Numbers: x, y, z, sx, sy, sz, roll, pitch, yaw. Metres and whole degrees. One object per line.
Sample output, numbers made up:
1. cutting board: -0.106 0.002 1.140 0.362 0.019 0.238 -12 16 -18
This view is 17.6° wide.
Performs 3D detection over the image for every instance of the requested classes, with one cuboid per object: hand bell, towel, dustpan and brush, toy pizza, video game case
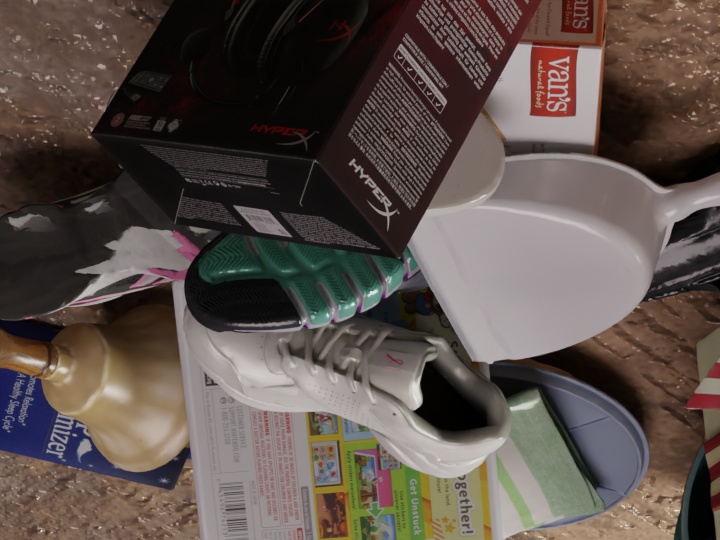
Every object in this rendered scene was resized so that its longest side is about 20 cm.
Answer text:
1. hand bell: -0.191 0.052 1.352 0.104 0.105 0.199 -21 156 34
2. towel: 0.042 0.148 1.457 0.199 0.024 0.153 -21 143 10
3. dustpan and brush: 0.134 -0.022 1.208 0.198 0.058 0.140 -7 139 22
4. toy pizza: 0.086 0.106 1.493 0.198 0.032 0.201 6 145 4
5. video game case: -0.011 0.092 1.377 0.180 0.023 0.202 -5 104 2

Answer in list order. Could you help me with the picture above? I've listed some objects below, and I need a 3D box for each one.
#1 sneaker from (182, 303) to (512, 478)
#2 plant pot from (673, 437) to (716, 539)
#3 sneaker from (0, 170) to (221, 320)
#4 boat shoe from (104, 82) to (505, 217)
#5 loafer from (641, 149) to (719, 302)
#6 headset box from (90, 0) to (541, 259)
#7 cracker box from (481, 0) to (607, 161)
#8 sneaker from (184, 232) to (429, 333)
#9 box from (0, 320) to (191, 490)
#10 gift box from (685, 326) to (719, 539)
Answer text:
1. sneaker: 0.000 0.049 1.293 0.199 0.079 0.099 21 163 -13
2. plant pot: 0.281 0.187 1.444 0.198 0.202 0.188 7 159 0
3. sneaker: -0.122 -0.026 1.325 0.198 0.081 0.086 -11 180 6
4. boat shoe: -0.028 -0.056 1.165 0.198 0.073 0.069 0 166 0
5. loafer: 0.174 -0.011 1.281 0.200 0.068 0.070 -26 126 32
6. headset box: -0.008 -0.114 1.057 0.148 0.201 0.075 10 152 43
7. cracker box: 0.025 -0.097 1.200 0.198 0.058 0.134 3 145 5
8. sneaker: 0.000 0.000 1.274 0.199 0.075 0.088 -20 155 -12
9. box: -0.172 0.089 1.517 0.198 0.033 0.121 13 144 -9
10. gift box: 0.269 0.105 1.259 0.198 0.186 0.187 -9 171 -5
